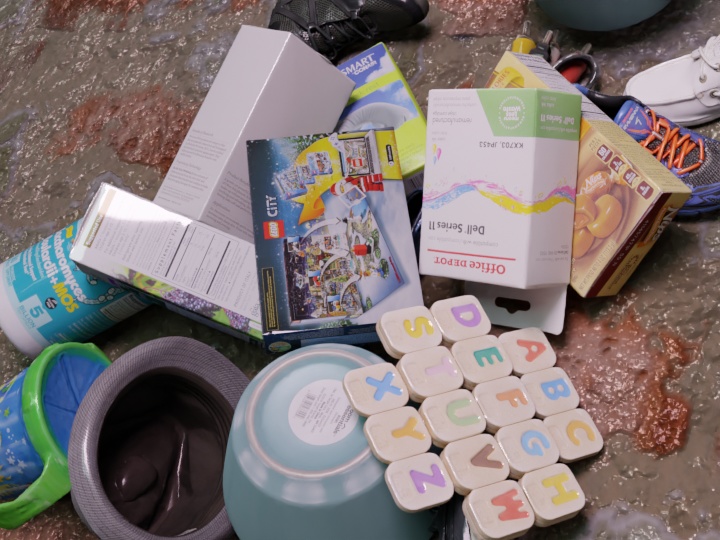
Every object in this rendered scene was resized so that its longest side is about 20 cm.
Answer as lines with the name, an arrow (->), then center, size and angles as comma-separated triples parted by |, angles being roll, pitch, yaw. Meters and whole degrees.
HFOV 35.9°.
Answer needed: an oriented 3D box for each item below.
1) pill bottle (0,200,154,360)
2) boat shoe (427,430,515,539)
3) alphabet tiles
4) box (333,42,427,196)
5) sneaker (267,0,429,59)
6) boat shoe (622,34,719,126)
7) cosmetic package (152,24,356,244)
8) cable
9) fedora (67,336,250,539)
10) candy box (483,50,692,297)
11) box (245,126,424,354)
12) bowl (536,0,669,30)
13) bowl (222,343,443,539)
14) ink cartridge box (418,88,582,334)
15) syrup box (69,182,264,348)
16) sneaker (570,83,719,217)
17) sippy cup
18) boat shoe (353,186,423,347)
pill bottle -> -0.265, 0.001, 1.124 | 0.200, 0.111, 0.111 | -29, 52, 6
boat shoe -> 0.083, 0.202, 0.857 | 0.066, 0.074, 0.200 | -29, 50, 30
alphabet tiles -> 0.091, 0.109, 0.861 | 0.195, 0.015, 0.200 | -9, 58, -29
box -> 0.003, -0.145, 1.134 | 0.122, 0.048, 0.200 | -28, 52, 6
sneaker -> -0.022, -0.260, 1.205 | 0.199, 0.076, 0.114 | 9, 65, 33
boat shoe -> 0.328, -0.183, 0.990 | 0.199, 0.069, 0.071 | -12, 56, 19
cosmetic package -> -0.101, -0.124, 1.084 | 0.085, 0.108, 0.200 | 18, 79, 44
cable -> 0.163, -0.148, 1.079 | 0.097, 0.050, 0.200 | 24, 83, 20
fedora -> -0.179, 0.165, 0.972 | 0.090, 0.177, 0.200 | -33, 25, 44
candy box -> 0.173, -0.085, 0.960 | 0.200, 0.055, 0.116 | 50, 123, 31
box -> -0.025, -0.030, 0.971 | 0.136, 0.038, 0.201 | -6, 60, -3
bowl -> 0.236, -0.309, 1.077 | 0.200, 0.105, 0.201 | -10, 52, 13
bowl -> -0.026, 0.139, 0.900 | 0.200, 0.105, 0.201 | -6, 54, 8
ink cartridge box -> 0.114, -0.049, 0.933 | 0.117, 0.067, 0.201 | 7, 97, 44
syrup box -> -0.159, -0.002, 1.028 | 0.199, 0.079, 0.082 | 22, 79, -2
sneaker -> 0.247, -0.109, 0.975 | 0.200, 0.078, 0.075 | 24, 72, 35
sippy cup -> -0.299, 0.152, 1.039 | 0.130, 0.178, 0.140 | -24, 88, 23
boat shoe -> 0.000, 0.000, 1.026 | 0.084, 0.069, 0.200 | 28, 74, 36
